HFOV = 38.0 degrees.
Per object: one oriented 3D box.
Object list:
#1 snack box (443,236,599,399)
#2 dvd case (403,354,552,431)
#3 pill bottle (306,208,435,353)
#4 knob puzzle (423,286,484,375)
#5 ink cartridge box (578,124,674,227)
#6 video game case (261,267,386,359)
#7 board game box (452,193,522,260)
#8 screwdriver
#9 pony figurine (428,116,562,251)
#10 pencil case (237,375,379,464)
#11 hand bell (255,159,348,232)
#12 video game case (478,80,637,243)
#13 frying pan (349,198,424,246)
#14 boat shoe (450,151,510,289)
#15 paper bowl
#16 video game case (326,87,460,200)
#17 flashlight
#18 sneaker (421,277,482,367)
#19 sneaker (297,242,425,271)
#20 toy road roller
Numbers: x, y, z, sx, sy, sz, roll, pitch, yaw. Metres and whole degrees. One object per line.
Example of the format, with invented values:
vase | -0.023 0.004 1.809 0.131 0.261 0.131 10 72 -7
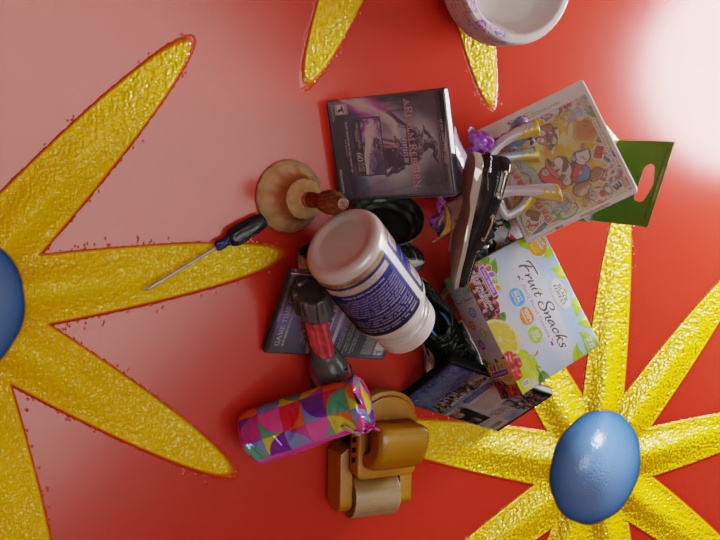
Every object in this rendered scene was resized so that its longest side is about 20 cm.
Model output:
snack box | 0.242 0.063 1.571 0.167 0.068 0.203 -25 88 -27
dvd case | 0.179 0.193 1.624 0.197 0.143 0.018 20 49 -26
pill bottle | 0.020 0.020 1.424 0.116 0.115 0.201 -49 133 -12
knob puzzle | 0.182 0.110 1.664 0.216 0.030 0.225 -4 99 -25
ink cartridge box | 0.361 -0.156 1.606 0.075 0.198 0.150 33 74 -43
video game case | -0.033 0.066 1.525 0.196 0.019 0.145 6 124 -25
board game box | 0.222 -0.043 1.642 0.125 0.034 0.203 -34 105 -26
screwdriver | -0.213 -0.023 1.455 0.198 0.029 0.028 -34 110 -23
pony figurine | 0.172 -0.147 1.522 0.196 0.167 0.197 -19 91 -5
pencil case | -0.074 0.213 1.479 0.196 0.089 0.090 -18 107 14
hand bell | -0.062 -0.095 1.426 0.102 0.199 0.107 -4 99 -25
video game case | 0.294 -0.166 1.581 0.179 0.023 0.203 -24 67 9
frying pan | 0.028 -0.047 1.513 0.113 0.031 0.192 15 49 6
boat shoe | 0.165 -0.067 1.458 0.059 0.074 0.204 4 112 -10
paper bowl | 0.209 -0.438 1.564 0.197 0.104 0.205 -4 99 -26
video game case | 0.044 -0.174 1.471 0.019 0.197 0.146 -23 109 -51
flashlight | -0.052 0.102 1.485 0.066 0.069 0.202 3 136 12
sneaker | 0.126 0.106 1.573 0.073 0.112 0.201 -36 103 0
sneaker | 0.000 0.000 1.547 0.196 0.078 0.088 -3 120 -17
toy road roller | 0.031 0.276 1.550 0.121 0.145 0.205 -1 97 -25
